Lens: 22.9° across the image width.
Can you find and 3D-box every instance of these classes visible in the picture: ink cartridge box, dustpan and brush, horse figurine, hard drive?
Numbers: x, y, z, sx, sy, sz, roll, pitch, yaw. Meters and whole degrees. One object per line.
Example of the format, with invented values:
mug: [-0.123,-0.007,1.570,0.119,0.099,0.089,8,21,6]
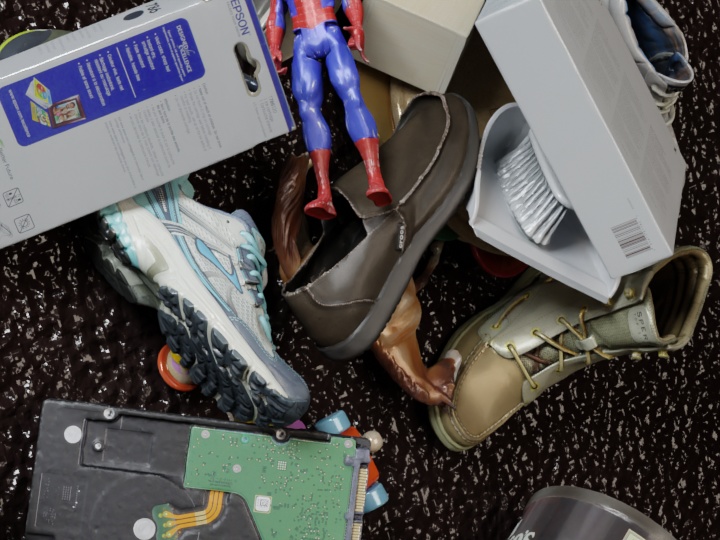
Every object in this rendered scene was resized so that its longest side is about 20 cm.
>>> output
ink cartridge box: [-0.146,-0.093,1.044,0.199,0.039,0.100,-21,117,-7]
dustpan and brush: [0.123,-0.086,1.240,0.139,0.057,0.200,26,34,-32]
horse figurine: [0.000,0.000,1.223,0.200,0.050,0.133,35,59,-34]
hard drive: [-0.099,0.157,1.064,0.199,0.038,0.140,7,87,-7]

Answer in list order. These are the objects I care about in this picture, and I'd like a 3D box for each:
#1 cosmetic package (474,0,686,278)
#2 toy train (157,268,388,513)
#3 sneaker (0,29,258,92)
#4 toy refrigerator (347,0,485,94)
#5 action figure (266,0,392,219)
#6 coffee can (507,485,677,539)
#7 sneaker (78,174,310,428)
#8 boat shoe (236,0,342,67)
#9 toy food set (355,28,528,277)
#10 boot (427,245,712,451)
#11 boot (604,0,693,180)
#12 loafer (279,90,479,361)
cosmetic package: [0.154,-0.116,1.204,0.200,0.052,0.151,60,27,-17]
toy train: [-0.063,0.089,1.162,0.201,0.055,0.150,61,27,-5]
sneaker: [-0.134,-0.113,1.102,0.199,0.081,0.074,3,83,-39]
toy refrigerator: [0.061,-0.218,1.246,0.076,0.070,0.200,23,51,1]
action figure: [-0.024,-0.137,1.122,0.052,0.065,0.201,30,48,-69]
coffee can: [0.134,0.273,1.240,0.147,0.146,0.200,51,57,-23]
sneaker: [-0.085,0.005,1.067,0.086,0.078,0.200,-32,64,-23]
boat shoe: [-0.034,-0.214,1.220,0.200,0.057,0.067,-51,156,-28]
toy food set: [0.088,-0.098,1.292,0.200,0.049,0.198,-38,102,-45]
boot: [0.150,0.052,1.271,0.200,0.154,0.072,-45,113,-33]
boot: [0.221,-0.133,1.388,0.074,0.095,0.200,-49,115,-32]
loafer: [0.013,-0.041,1.154,0.071,0.073,0.201,38,67,-29]
